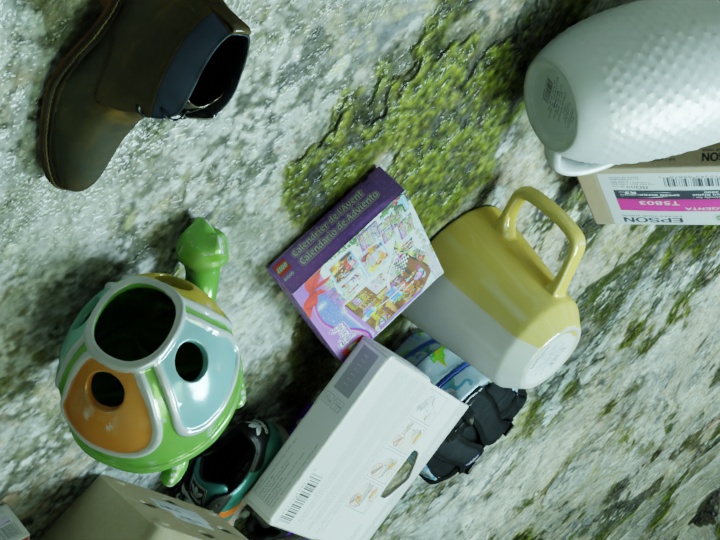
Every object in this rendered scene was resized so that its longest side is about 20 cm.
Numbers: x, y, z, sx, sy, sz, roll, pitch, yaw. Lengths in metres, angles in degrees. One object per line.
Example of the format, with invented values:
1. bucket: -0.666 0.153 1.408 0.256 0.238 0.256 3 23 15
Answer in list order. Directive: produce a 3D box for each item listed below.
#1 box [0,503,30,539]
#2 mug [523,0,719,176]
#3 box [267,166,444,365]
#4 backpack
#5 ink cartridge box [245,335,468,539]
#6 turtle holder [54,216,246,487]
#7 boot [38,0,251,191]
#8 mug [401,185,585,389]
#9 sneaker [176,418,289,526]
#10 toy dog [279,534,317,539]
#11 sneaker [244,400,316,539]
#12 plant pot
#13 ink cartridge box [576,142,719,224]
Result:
1. box: -0.364 0.253 1.306 0.200 0.041 0.039 -25 148 -39
2. mug: 0.241 -0.156 1.498 0.175 0.148 0.200 -16 153 -24
3. box: 0.000 0.000 1.484 0.137 0.039 0.200 -43 155 -6
4. backpack: 0.090 0.147 1.752 0.163 0.154 0.200 -43 174 4
5. ink cartridge box: -0.001 0.179 1.597 0.200 0.045 0.176 -53 145 1
6. turtle holder: -0.148 0.061 1.227 0.185 0.141 0.132 -35 152 -19
7. boot: -0.141 -0.110 1.027 0.075 0.097 0.200 -15 141 -48
8. mug: 0.142 0.029 1.613 0.149 0.153 0.187 -33 152 -23
9. sneaker: -0.153 0.224 1.561 0.200 0.071 0.080 -54 152 3
10. toy dog: -0.116 0.371 1.763 0.200 0.194 0.140 -33 126 -5
11. sneaker: -0.075 0.222 1.671 0.099 0.070 0.200 -24 147 -35
12. plant pot: -0.190 0.298 1.423 0.200 0.200 0.177 25 91 -33
13. ink cartridge box: 0.329 -0.107 1.649 0.165 0.200 0.075 50 43 -64
